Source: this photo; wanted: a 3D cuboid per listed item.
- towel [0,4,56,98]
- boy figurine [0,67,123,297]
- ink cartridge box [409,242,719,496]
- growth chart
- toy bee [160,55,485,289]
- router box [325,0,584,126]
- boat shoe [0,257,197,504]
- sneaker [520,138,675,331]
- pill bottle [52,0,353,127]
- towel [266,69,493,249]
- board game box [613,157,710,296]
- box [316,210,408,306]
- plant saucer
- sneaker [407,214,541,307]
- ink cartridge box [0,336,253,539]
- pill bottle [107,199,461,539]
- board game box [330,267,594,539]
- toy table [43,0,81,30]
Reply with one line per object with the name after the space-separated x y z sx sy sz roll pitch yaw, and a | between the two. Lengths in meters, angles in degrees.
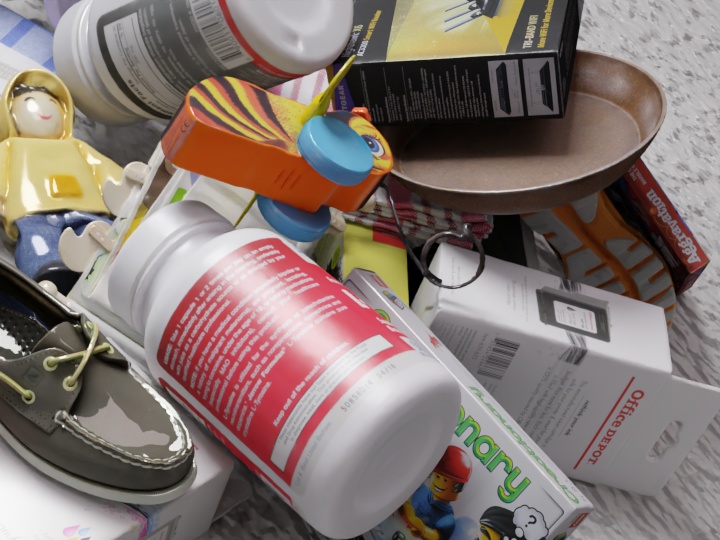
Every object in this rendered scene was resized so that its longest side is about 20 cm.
-0.309 -0.148 1.043 0.147 0.024 0.200 30 40 5 | towel
-0.201 -0.054 0.965 0.124 0.065 0.200 -1 49 -23 | boy figurine
0.125 0.069 0.949 0.199 0.116 0.067 16 40 -10 | ink cartridge box
-0.096 -0.021 0.905 0.145 0.018 0.200 45 75 -19 | growth chart
-0.028 -0.065 0.875 0.200 0.131 0.109 45 25 -32 | toy bee
0.073 -0.172 1.016 0.157 0.052 0.200 -2 34 14 | router box
-0.169 0.050 0.764 0.201 0.060 0.072 33 41 13 | boat shoe
0.172 -0.027 1.051 0.200 0.078 0.077 58 19 -24 | sneaker
-0.112 -0.166 0.976 0.114 0.200 0.114 13 71 -45 | pill bottle
0.000 -0.092 1.015 0.199 0.030 0.147 14 41 -6 | towel
0.216 -0.034 1.061 0.103 0.019 0.200 56 5 10 | board game box
0.000 0.000 0.995 0.050 0.075 0.200 14 40 -12 | box
0.105 -0.092 0.963 0.199 0.035 0.201 -7 33 5 | plant saucer
0.070 -0.020 1.050 0.099 0.071 0.201 10 46 -23 | sneaker
-0.156 0.114 0.799 0.116 0.068 0.200 41 43 20 | ink cartridge box
-0.049 0.048 0.812 0.200 0.113 0.112 38 42 26 | pill bottle
0.025 0.111 0.848 0.200 0.126 0.035 47 15 25 | board game box
-0.217 -0.274 1.086 0.117 0.200 0.184 37 38 22 | toy table
